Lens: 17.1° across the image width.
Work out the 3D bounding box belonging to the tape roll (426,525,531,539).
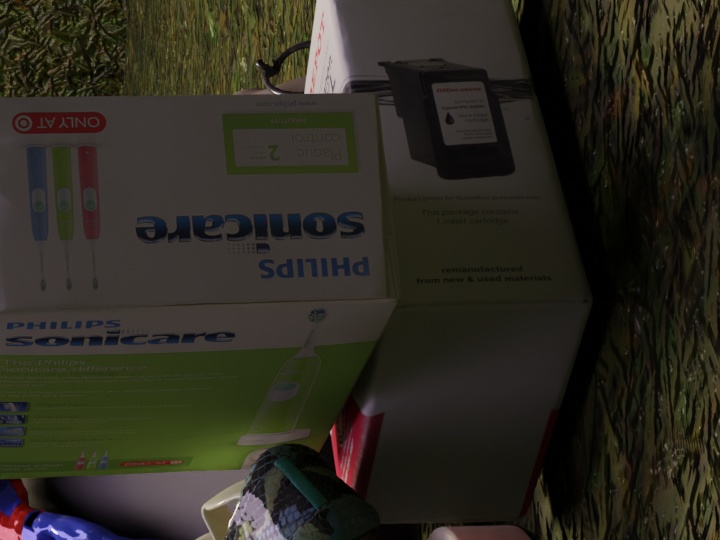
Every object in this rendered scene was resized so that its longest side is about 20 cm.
[{"bbox_3d":[0.054,0.213,1.054,0.203,0.037,0.203,-179,90,-80],"label":"tape roll"}]

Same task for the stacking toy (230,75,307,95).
[{"bbox_3d":[0.000,0.000,1.196,0.146,0.146,0.200,160,92,-79],"label":"stacking toy"}]

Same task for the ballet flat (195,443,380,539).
[{"bbox_3d":[-0.044,0.127,0.999,0.200,0.074,0.074,124,146,-54],"label":"ballet flat"}]

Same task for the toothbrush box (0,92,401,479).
[{"bbox_3d":[-0.076,0.011,0.917,0.200,0.145,0.086,116,150,-68],"label":"toothbrush box"}]

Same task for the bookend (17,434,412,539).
[{"bbox_3d":[-0.054,0.153,1.141,0.200,0.092,0.199,-20,78,36],"label":"bookend"}]

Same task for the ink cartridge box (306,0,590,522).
[{"bbox_3d":[0.027,-0.016,1.017,0.145,0.083,0.200,100,165,-47],"label":"ink cartridge box"}]

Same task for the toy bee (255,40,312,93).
[{"bbox_3d":[-0.011,-0.192,1.159,0.200,0.131,0.109,-100,-12,-54],"label":"toy bee"}]

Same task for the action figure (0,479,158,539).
[{"bbox_3d":[-0.156,0.130,1.102,0.200,0.099,0.065,21,101,37],"label":"action figure"}]
